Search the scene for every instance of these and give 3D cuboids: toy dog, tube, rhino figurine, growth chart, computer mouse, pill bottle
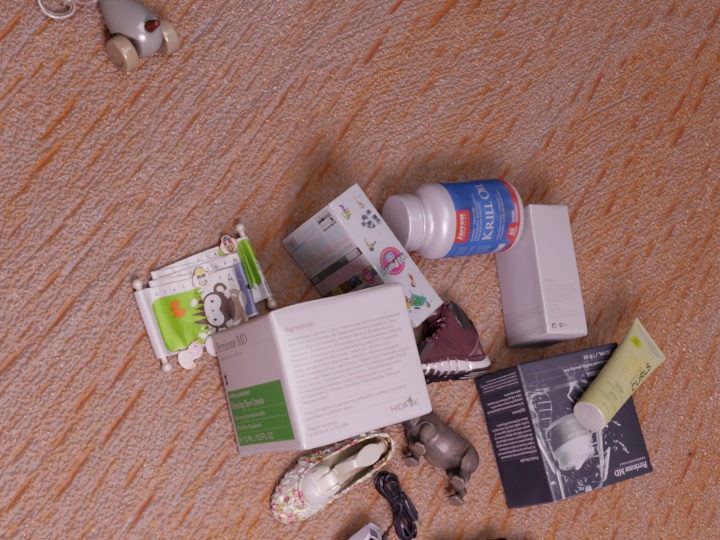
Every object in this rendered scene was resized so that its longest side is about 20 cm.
[{"bbox_3d":[-0.325,-0.364,1.467,0.199,0.096,0.133,37,60,-14],"label":"toy dog"},{"bbox_3d":[0.376,0.151,1.577,0.200,0.051,0.059,-40,136,-38],"label":"tube"},{"bbox_3d":[0.090,0.232,1.527,0.200,0.060,0.088,44,39,-9],"label":"rhino figurine"},{"bbox_3d":[-0.205,0.039,1.454,0.199,0.018,0.146,-29,90,-31],"label":"growth chart"},{"bbox_3d":[0.002,0.372,1.441,0.200,0.044,0.110,-48,125,-30],"label":"computer mouse"},{"bbox_3d":[0.135,-0.075,1.619,0.198,0.112,0.114,-7,78,-30],"label":"pill bottle"}]

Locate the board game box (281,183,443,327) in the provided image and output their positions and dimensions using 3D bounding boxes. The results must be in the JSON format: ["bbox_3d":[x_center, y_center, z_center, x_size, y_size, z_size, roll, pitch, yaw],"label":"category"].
[{"bbox_3d":[0.000,0.000,1.502,0.064,0.147,0.201,-39,95,-34],"label":"board game box"}]

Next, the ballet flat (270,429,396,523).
[{"bbox_3d":[-0.032,0.265,1.450,0.199,0.064,0.076,-31,91,-31],"label":"ballet flat"}]

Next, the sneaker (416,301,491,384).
[{"bbox_3d":[0.094,0.101,1.573,0.198,0.075,0.117,1,69,-39],"label":"sneaker"}]

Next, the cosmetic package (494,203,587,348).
[{"bbox_3d":[0.270,0.010,1.667,0.080,0.113,0.203,3,75,-27],"label":"cosmetic package"}]

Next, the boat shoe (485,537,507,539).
[{"bbox_3d":[0.180,0.404,1.519,0.198,0.074,0.063,15,62,-29],"label":"boat shoe"}]

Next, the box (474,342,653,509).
[{"bbox_3d":[0.298,0.227,1.609,0.198,0.124,0.199,-9,81,-30],"label":"box"}]

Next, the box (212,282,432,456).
[{"bbox_3d":[-0.052,0.128,1.397,0.198,0.198,0.174,-11,85,-31],"label":"box"}]
